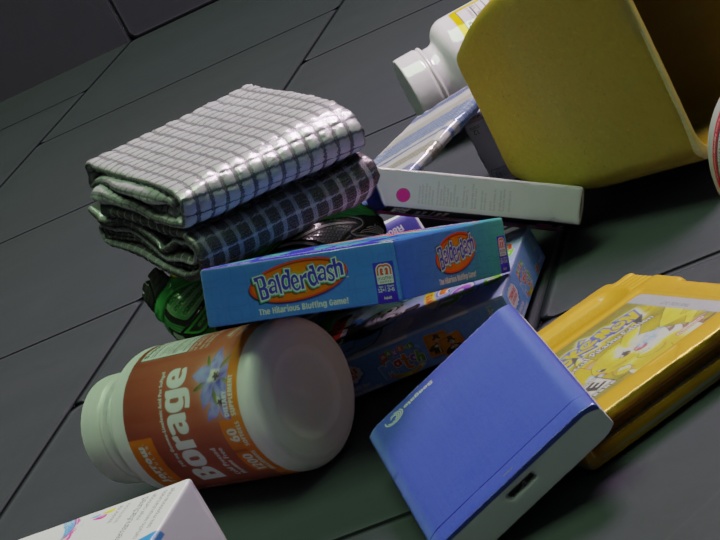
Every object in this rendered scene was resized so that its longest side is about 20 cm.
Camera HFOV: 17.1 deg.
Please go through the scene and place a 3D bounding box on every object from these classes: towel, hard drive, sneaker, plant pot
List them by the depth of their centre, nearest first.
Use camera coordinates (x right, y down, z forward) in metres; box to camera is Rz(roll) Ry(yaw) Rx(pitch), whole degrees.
[{"bbox_3d":[0.078,0.102,1.516,0.132,0.025,0.200,-44,20,3],"label":"hard drive"},{"bbox_3d":[-0.100,-0.064,1.793,0.166,0.086,0.200,-27,20,-23],"label":"towel"},{"bbox_3d":[-0.064,0.009,1.855,0.200,0.085,0.078,-26,-22,-20],"label":"sneaker"},{"bbox_3d":[0.197,-0.171,1.923,0.200,0.196,0.194,-22,6,39],"label":"plant pot"},{"bbox_3d":[0.042,-0.095,2.084,0.147,0.024,0.200,-30,14,49],"label":"towel"}]

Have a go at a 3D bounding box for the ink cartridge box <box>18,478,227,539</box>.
[{"bbox_3d":[-0.194,0.230,1.547,0.200,0.085,0.145,-22,17,24],"label":"ink cartridge box"}]

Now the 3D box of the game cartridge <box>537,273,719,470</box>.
[{"bbox_3d":[0.163,0.060,1.576,0.176,0.032,0.200,-34,18,-19],"label":"game cartridge"}]

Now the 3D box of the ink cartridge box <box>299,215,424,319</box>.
[{"bbox_3d":[-0.043,0.014,1.957,0.196,0.043,0.200,-29,1,-14],"label":"ink cartridge box"}]

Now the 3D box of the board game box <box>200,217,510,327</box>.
[{"bbox_3d":[0.000,0.000,1.710,0.152,0.045,0.200,-8,2,25],"label":"board game box"}]

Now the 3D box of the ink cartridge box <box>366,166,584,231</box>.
[{"bbox_3d":[0.068,-0.058,1.873,0.200,0.037,0.095,8,-2,-5],"label":"ink cartridge box"}]

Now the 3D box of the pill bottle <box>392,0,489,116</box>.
[{"bbox_3d":[0.137,-0.217,2.340,0.200,0.111,0.111,-29,16,-3],"label":"pill bottle"}]

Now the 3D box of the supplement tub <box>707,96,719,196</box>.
[{"bbox_3d":[0.314,-0.069,1.524,0.140,0.140,0.200,-29,16,-3],"label":"supplement tub"}]

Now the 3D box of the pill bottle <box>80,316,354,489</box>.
[{"bbox_3d":[-0.110,0.103,1.752,0.200,0.112,0.112,-14,21,42],"label":"pill bottle"}]

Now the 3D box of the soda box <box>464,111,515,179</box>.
[{"bbox_3d":[0.197,-0.145,2.103,0.200,0.064,0.068,-20,18,24],"label":"soda box"}]

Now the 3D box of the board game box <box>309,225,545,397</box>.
[{"bbox_3d":[0.038,0.041,1.833,0.200,0.037,0.151,-22,15,19],"label":"board game box"}]
